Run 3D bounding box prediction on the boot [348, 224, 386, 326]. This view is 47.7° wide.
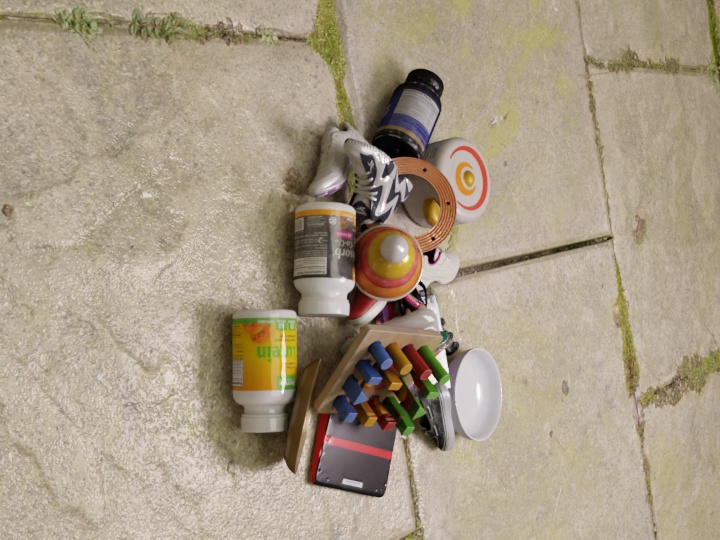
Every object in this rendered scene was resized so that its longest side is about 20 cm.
[{"bbox_3d":[0.000,0.000,1.596,0.145,0.072,0.201,53,45,-26],"label":"boot"}]

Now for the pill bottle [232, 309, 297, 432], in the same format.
[{"bbox_3d":[-0.162,0.169,1.384,0.110,0.110,0.203,4,82,-44],"label":"pill bottle"}]

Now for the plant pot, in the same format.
[{"bbox_3d":[-0.102,0.250,1.413,0.027,0.200,0.202,13,71,2],"label":"plant pot"}]

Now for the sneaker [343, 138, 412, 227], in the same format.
[{"bbox_3d":[0.011,-0.151,1.527,0.130,0.079,0.199,-61,147,-7],"label":"sneaker"}]

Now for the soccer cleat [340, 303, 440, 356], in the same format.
[{"bbox_3d":[0.058,0.133,1.566,0.069,0.198,0.078,67,0,-68],"label":"soccer cleat"}]

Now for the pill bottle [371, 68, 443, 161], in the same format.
[{"bbox_3d":[0.106,-0.321,1.706,0.112,0.111,0.201,42,57,-33],"label":"pill bottle"}]

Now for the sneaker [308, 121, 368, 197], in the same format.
[{"bbox_3d":[-0.057,-0.213,1.571,0.100,0.075,0.200,52,45,-17],"label":"sneaker"}]

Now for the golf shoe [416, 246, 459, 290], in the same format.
[{"bbox_3d":[0.160,-0.018,1.724,0.199,0.075,0.092,-20,142,-51],"label":"golf shoe"}]

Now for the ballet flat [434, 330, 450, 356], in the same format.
[{"bbox_3d":[0.086,0.176,1.611,0.198,0.071,0.066,-15,120,-5],"label":"ballet flat"}]

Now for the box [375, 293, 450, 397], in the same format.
[{"bbox_3d":[0.107,0.158,1.678,0.136,0.039,0.202,-10,93,-29],"label":"box"}]

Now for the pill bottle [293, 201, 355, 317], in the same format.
[{"bbox_3d":[-0.066,-0.018,1.498,0.116,0.116,0.203,7,80,-43],"label":"pill bottle"}]

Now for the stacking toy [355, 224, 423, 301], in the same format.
[{"bbox_3d":[0.057,-0.024,1.472,0.144,0.200,0.148,1,84,-5],"label":"stacking toy"}]

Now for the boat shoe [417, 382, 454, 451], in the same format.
[{"bbox_3d":[0.150,0.307,1.690,0.070,0.072,0.201,-18,130,-8],"label":"boat shoe"}]

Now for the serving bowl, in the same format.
[{"bbox_3d":[0.235,0.271,1.787,0.199,0.065,0.203,10,77,-51],"label":"serving bowl"}]

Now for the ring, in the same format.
[{"bbox_3d":[0.096,-0.129,1.625,0.198,0.019,0.203,2,76,-10],"label":"ring"}]

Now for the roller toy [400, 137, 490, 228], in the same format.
[{"bbox_3d":[0.185,-0.187,1.748,0.199,0.139,0.185,-11,93,-44],"label":"roller toy"}]

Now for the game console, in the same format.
[{"bbox_3d":[-0.009,0.337,1.577,0.199,0.031,0.179,24,72,-40],"label":"game console"}]

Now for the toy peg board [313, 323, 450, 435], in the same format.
[{"bbox_3d":[0.053,0.211,1.482,0.198,0.098,0.201,9,121,-43],"label":"toy peg board"}]

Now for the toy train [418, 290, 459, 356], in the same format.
[{"bbox_3d":[0.152,0.106,1.757,0.046,0.034,0.201,-44,115,-26],"label":"toy train"}]

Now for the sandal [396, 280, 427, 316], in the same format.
[{"bbox_3d":[0.100,0.040,1.617,0.075,0.045,0.201,-44,113,-49],"label":"sandal"}]
